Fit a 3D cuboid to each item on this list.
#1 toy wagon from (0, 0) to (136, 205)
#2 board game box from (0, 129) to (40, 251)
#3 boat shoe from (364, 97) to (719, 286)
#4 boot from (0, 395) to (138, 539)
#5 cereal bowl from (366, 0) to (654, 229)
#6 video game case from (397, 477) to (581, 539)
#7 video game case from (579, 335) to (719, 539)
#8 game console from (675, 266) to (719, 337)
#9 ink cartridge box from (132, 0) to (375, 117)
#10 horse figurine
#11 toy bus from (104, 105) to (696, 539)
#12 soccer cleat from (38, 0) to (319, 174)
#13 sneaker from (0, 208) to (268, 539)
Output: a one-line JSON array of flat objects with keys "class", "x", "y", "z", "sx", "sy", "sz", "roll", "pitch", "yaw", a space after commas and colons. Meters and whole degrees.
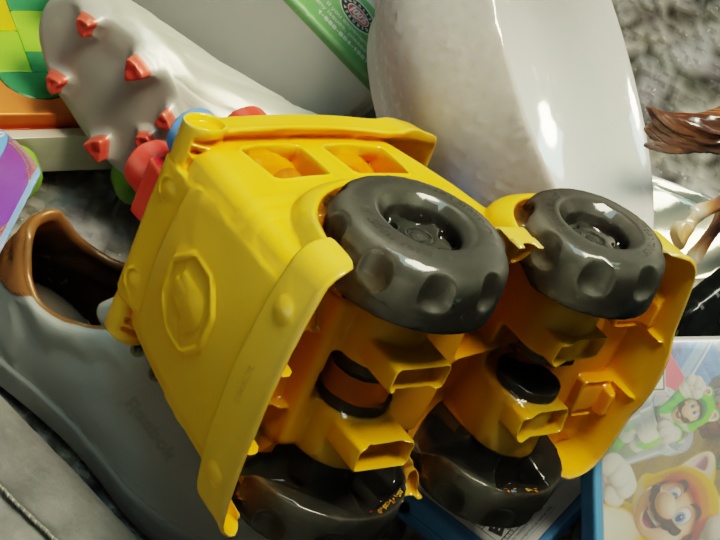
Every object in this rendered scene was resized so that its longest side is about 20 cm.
[{"class": "toy wagon", "x": -0.171, "y": -0.096, "z": 1.132, "sx": 0.199, "sy": 0.040, "sz": 0.155, "roll": -2, "pitch": 47, "yaw": -27}, {"class": "board game box", "x": -0.224, "y": -0.027, "z": 0.993, "sx": 0.157, "sy": 0.039, "sz": 0.200, "roll": 7, "pitch": 42, "yaw": 11}, {"class": "boat shoe", "x": 0.090, "y": -0.035, "z": 1.190, "sx": 0.199, "sy": 0.062, "sz": 0.073, "roll": 27, "pitch": 74, "yaw": 10}, {"class": "boot", "x": -0.093, "y": 0.108, "z": 0.936, "sx": 0.200, "sy": 0.073, "sz": 0.182, "roll": 38, "pitch": 49, "yaw": 24}, {"class": "cereal bowl", "x": 0.059, "y": -0.082, "z": 1.082, "sx": 0.083, "sy": 0.200, "sz": 0.200, "roll": -14, "pitch": 37, "yaw": 20}, {"class": "video game case", "x": 0.022, "y": 0.042, "z": 1.086, "sx": 0.200, "sy": 0.018, "sz": 0.143, "roll": 37, "pitch": 43, "yaw": 13}, {"class": "video game case", "x": 0.189, "y": 0.099, "z": 1.035, "sx": 0.199, "sy": 0.018, "sz": 0.144, "roll": 0, "pitch": 87, "yaw": -17}, {"class": "game console", "x": 0.255, "y": 0.050, "z": 1.080, "sx": 0.200, "sy": 0.176, "sz": 0.116, "roll": -36, "pitch": 38, "yaw": -18}, {"class": "ink cartridge box", "x": -0.035, "y": -0.156, "z": 1.177, "sx": 0.145, "sy": 0.087, "sz": 0.200, "roll": 45, "pitch": 34, "yaw": -11}, {"class": "horse figurine", "x": 0.203, "y": -0.002, "z": 1.136, "sx": 0.132, "sy": 0.201, "sz": 0.050, "roll": -34, "pitch": 24, "yaw": -23}, {"class": "toy bus", "x": 0.000, "y": 0.000, "z": 0.957, "sx": 0.199, "sy": 0.136, "sz": 0.192, "roll": -3, "pitch": 37, "yaw": -39}, {"class": "soccer cleat", "x": -0.057, "y": -0.057, "z": 1.082, "sx": 0.200, "sy": 0.069, "sz": 0.078, "roll": 40, "pitch": 38, "yaw": 8}, {"class": "sneaker", "x": -0.075, "y": 0.051, "z": 0.992, "sx": 0.200, "sy": 0.085, "sz": 0.073, "roll": 36, "pitch": 41, "yaw": 10}]
